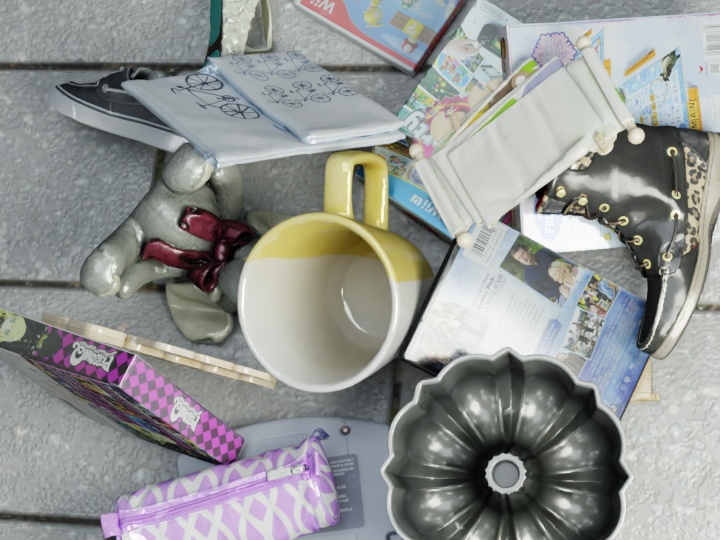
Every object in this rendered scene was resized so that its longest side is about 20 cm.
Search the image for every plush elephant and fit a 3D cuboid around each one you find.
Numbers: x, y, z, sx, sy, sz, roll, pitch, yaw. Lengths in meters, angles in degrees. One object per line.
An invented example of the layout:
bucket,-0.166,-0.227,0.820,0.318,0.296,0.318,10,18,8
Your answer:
plush elephant,-0.135,-0.015,1.670,0.155,0.200,0.165,41,99,-3

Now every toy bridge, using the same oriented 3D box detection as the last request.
toy bridge,0.162,0.111,1.627,0.199,0.027,0.067,0,75,12

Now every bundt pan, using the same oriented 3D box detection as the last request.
bundt pan,0.120,0.167,1.506,0.201,0.076,0.203,-1,79,8

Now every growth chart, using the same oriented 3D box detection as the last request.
growth chart,0.131,-0.111,1.547,0.200,0.018,0.145,-34,50,22

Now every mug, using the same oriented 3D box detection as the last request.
mug,0.003,0.009,1.607,0.149,0.153,0.187,39,107,18

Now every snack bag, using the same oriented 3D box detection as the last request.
snack bag,-0.090,-0.146,1.636,0.199,0.021,0.189,-11,33,-32

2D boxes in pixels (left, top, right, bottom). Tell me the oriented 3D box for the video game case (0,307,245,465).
video game case,-0.218,0.100,1.600,0.181,0.200,0.036,16,73,32

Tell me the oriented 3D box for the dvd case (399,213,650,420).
dvd case,0.148,0.055,1.576,0.200,0.018,0.143,28,82,-11

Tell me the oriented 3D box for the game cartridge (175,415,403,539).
game cartridge,-0.063,0.198,1.646,0.199,0.041,0.134,-9,76,9

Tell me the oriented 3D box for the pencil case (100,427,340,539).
pencil case,-0.114,0.204,1.592,0.199,0.086,0.084,-19,72,7

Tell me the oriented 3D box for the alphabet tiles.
alphabet tiles,-0.174,0.071,1.615,0.195,0.200,0.015,9,83,53

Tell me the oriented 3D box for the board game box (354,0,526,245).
board game box,0.114,-0.122,1.676,0.147,0.064,0.200,34,88,15

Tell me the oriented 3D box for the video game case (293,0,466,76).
video game case,0.048,-0.301,1.778,0.143,0.017,0.200,32,83,18

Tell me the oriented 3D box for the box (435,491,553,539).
box,0.091,0.302,1.558,0.141,0.079,0.200,30,82,14

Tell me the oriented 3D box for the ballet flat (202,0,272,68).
ballet flat,-0.117,-0.205,1.763,0.071,0.072,0.201,4,77,13

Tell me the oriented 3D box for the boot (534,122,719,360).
boot,0.219,-0.038,1.559,0.150,0.073,0.201,16,86,-8

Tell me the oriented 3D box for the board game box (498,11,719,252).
board game box,0.226,-0.119,1.615,0.199,0.041,0.201,-4,91,-6

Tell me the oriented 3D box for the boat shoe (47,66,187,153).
boat shoe,-0.213,-0.158,1.737,0.200,0.072,0.068,20,95,40
